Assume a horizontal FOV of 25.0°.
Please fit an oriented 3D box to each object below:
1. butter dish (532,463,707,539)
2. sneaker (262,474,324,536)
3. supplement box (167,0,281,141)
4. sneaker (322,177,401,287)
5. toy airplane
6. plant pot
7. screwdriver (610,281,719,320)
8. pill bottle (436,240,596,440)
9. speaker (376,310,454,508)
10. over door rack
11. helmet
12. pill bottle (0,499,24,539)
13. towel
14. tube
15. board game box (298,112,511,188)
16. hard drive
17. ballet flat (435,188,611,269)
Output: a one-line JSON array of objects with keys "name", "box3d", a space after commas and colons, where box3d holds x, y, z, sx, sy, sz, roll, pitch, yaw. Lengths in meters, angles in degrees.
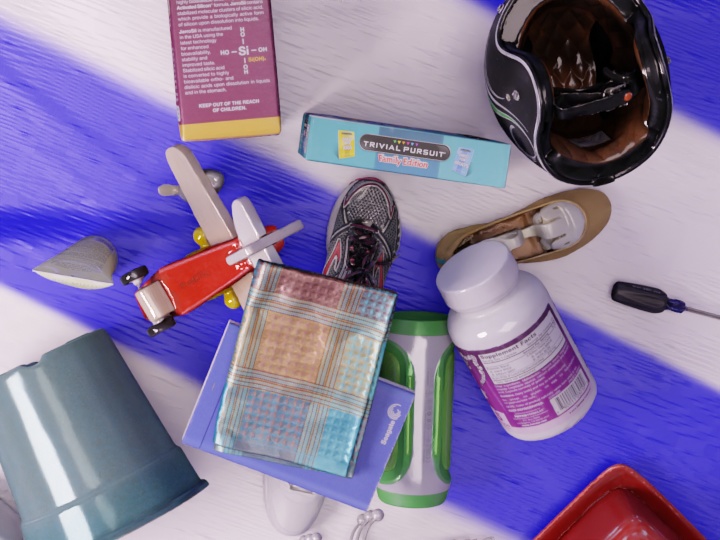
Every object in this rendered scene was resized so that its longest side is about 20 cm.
[{"name": "butter dish", "box3d": [0.288, 0.344, 1.743, 0.199, 0.148, 0.200, -45, 98, 1]}, {"name": "sneaker", "box3d": [-0.056, 0.197, 1.712, 0.074, 0.116, 0.200, 11, 98, -8]}, {"name": "supplement box", "box3d": [-0.141, -0.234, 1.642, 0.103, 0.131, 0.200, -5, 98, -6]}, {"name": "sneaker", "box3d": [0.000, 0.000, 1.703, 0.081, 0.075, 0.200, 11, 83, -5]}, {"name": "toy airplane", "box3d": [-0.131, -0.012, 1.665, 0.199, 0.141, 0.200, 23, 115, 22]}, {"name": "plant pot", "box3d": [-0.285, 0.176, 1.659, 0.200, 0.200, 0.196, -25, 91, -1]}, {"name": "screwdriver", "box3d": [0.368, 0.045, 1.776, 0.200, 0.029, 0.028, 14, 96, -10]}, {"name": "pill bottle", "box3d": [0.158, 0.071, 1.690, 0.112, 0.112, 0.200, -31, 116, 0]}, {"name": "speaker", "box3d": [0.058, 0.147, 1.729, 0.088, 0.088, 0.200, 1, 97, -5]}, {"name": "over door rack", "box3d": [0.037, 0.285, 1.709, 0.200, 0.148, 0.067, 1, 80, -6]}, {"name": "helmet", "box3d": [0.216, -0.203, 1.646, 0.200, 0.191, 0.200, -10, 137, -9]}, {"name": "pill bottle", "box3d": [-0.442, 0.329, 1.694, 0.116, 0.116, 0.200, 41, 92, -8]}, {"name": "towel", "box3d": [-0.055, 0.100, 1.591, 0.147, 0.022, 0.200, 13, 104, -6]}, {"name": "tube", "box3d": [-0.277, -0.002, 1.623, 0.058, 0.200, 0.052, -31, 97, -1]}, {"name": "board game box", "box3d": [0.041, -0.125, 1.660, 0.200, 0.151, 0.047, 7, 96, -6]}, {"name": "hard drive", "box3d": [-0.062, 0.146, 1.631, 0.200, 0.025, 0.132, 21, 98, -7]}, {"name": "ballet flat", "box3d": [0.178, -0.034, 1.727, 0.200, 0.063, 0.069, -20, 97, -2]}]
